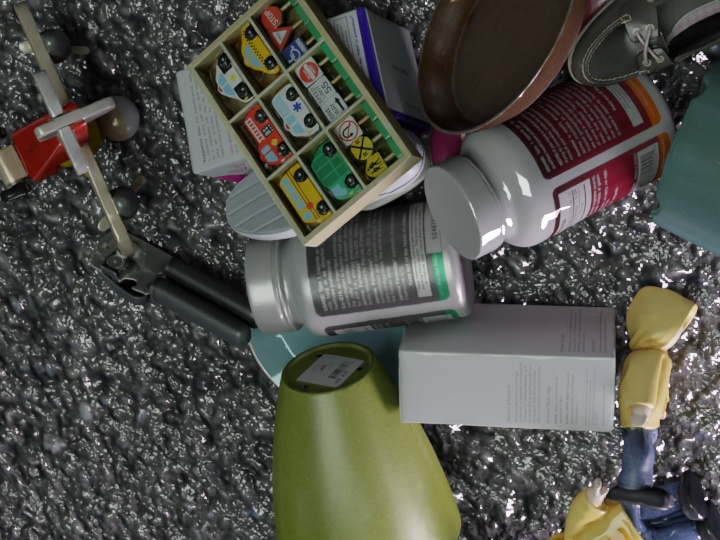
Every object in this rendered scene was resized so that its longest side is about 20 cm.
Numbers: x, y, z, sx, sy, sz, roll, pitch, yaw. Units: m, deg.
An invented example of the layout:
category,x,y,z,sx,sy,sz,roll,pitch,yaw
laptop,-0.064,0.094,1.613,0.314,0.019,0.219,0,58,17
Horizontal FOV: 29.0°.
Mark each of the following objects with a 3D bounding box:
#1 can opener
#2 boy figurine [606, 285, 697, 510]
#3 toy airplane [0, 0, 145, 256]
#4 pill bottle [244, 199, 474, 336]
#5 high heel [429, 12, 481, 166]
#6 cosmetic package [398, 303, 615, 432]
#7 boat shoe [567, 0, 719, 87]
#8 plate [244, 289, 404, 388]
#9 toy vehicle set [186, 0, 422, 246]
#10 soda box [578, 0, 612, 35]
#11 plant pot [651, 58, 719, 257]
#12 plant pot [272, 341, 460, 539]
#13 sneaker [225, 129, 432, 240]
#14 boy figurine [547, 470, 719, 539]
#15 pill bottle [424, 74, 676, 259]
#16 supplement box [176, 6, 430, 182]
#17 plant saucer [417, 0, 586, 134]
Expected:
category,x,y,z,sx,sy,sz,roll,pitch,yaw
can opener,-0.189,0.023,1.429,0.199,0.053,0.067,28,152,15
boy figurine,0.270,0.117,1.288,0.064,0.124,0.201,8,84,21
toy airplane,-0.272,-0.138,1.342,0.199,0.141,0.201,40,140,35
pill bottle,0.000,0.000,1.296,0.199,0.113,0.114,-8,110,11
high heel,0.114,-0.135,1.221,0.096,0.067,0.201,-4,88,29
cosmetic package,0.138,0.088,1.303,0.199,0.113,0.082,1,113,11
boat shoe,0.262,-0.207,1.125,0.199,0.057,0.067,-29,118,-5
plate,-0.023,0.054,1.405,0.199,0.026,0.201,7,114,15
toy vehicle set,-0.050,-0.136,1.192,0.124,0.026,0.200,-39,73,18
soda box,0.202,-0.288,1.154,0.063,0.070,0.201,7,114,15
plant pot,0.356,-0.073,1.139,0.195,0.200,0.201,24,118,17
plant pot,-0.010,0.177,1.350,0.186,0.187,0.201,-2,118,19
sneaker,-0.025,-0.070,1.255,0.199,0.071,0.073,-15,73,24
boy figurine,0.250,0.262,1.374,0.199,0.064,0.125,-26,105,24
pill bottle,0.158,-0.091,1.175,0.199,0.113,0.113,-27,107,-18
supplement box,-0.053,-0.154,1.265,0.199,0.101,0.104,-16,81,23
plant saucer,0.120,-0.200,1.138,0.034,0.201,0.200,21,124,-30
